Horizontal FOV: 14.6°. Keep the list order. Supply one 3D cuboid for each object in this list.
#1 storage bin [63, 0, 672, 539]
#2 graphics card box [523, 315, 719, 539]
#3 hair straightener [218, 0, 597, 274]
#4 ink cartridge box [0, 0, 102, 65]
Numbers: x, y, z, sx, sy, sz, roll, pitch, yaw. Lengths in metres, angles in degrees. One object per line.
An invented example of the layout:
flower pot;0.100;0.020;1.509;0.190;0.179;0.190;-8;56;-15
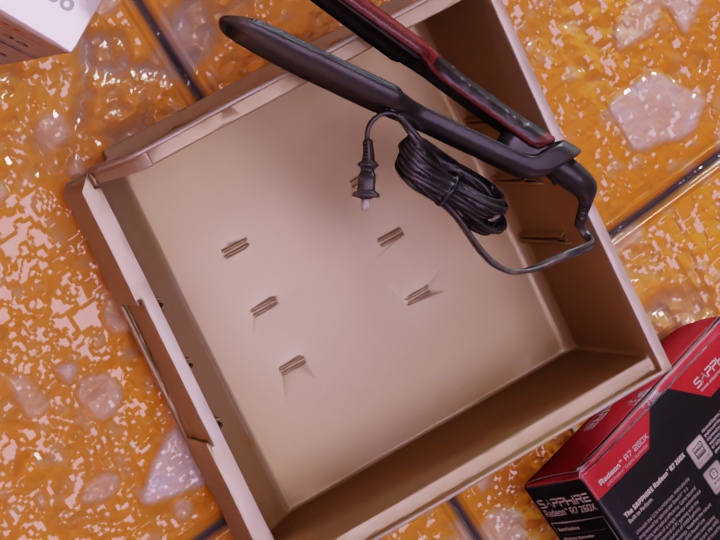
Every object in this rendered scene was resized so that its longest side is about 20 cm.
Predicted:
storage bin;0.000;0.000;1.262;0.198;0.094;0.200;-29;101;-17
graphics card box;0.178;0.139;1.334;0.125;0.051;0.200;-43;104;-33
hair straightener;0.021;-0.056;1.205;0.200;0.041;0.077;34;80;-21
ink cartridge box;-0.163;-0.142;1.144;0.116;0.200;0.068;30;81;-17
